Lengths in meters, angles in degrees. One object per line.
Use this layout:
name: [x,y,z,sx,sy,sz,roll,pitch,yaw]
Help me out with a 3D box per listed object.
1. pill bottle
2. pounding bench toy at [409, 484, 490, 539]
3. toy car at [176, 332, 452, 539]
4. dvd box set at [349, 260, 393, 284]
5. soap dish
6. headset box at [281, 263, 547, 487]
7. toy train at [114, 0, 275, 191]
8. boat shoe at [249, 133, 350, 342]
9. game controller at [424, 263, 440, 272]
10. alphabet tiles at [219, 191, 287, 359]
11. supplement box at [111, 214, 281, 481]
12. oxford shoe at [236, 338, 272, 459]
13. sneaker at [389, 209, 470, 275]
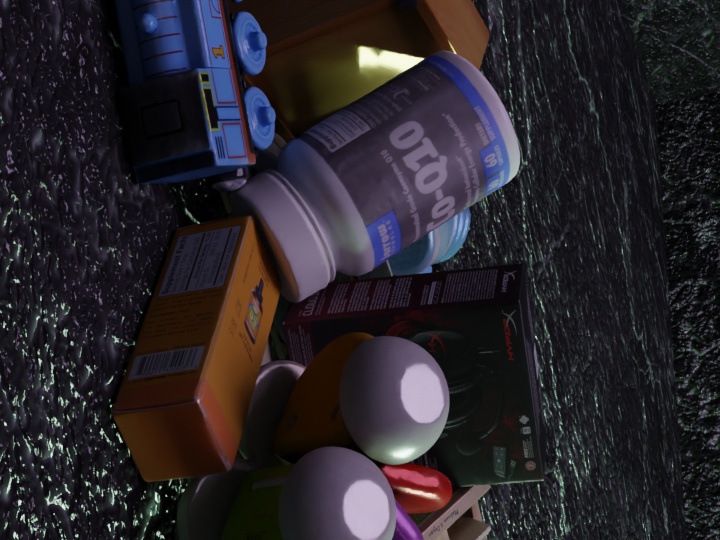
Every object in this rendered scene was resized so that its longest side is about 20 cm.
pill bottle: [0.009,-0.068,1.300,0.114,0.199,0.114,51,-17,22]
pounding bench toy: [0.056,0.229,1.379,0.200,0.124,0.157,-37,119,-40]
toy car: [-0.012,0.148,1.167,0.150,0.174,0.201,44,55,-25]
dvd box set: [0.000,0.000,1.445,0.200,0.029,0.147,-117,-172,-55]
soap dish: [-0.013,-0.180,1.370,0.157,0.198,0.082,50,24,-52]
headset box: [0.033,0.085,1.316,0.075,0.198,0.150,-69,152,-67]
toy train: [-0.120,-0.154,1.229,0.114,0.086,0.202,-10,91,-67]
boat shoe: [-0.045,-0.018,1.387,0.062,0.071,0.202,-57,132,-62]
game controller: [0.053,0.034,1.745,0.200,0.042,0.105,-44,123,-69]
alphabet tiles: [-0.069,-0.049,1.459,0.200,0.007,0.168,-70,146,-59]
supplement box: [-0.107,0.049,1.186,0.201,0.068,0.067,-75,150,-51]
oxford shoe: [-0.058,0.127,1.281,0.071,0.073,0.202,2,78,-72]
sneaker: [0.041,-0.095,1.540,0.130,0.079,0.202,-2,85,-68]
